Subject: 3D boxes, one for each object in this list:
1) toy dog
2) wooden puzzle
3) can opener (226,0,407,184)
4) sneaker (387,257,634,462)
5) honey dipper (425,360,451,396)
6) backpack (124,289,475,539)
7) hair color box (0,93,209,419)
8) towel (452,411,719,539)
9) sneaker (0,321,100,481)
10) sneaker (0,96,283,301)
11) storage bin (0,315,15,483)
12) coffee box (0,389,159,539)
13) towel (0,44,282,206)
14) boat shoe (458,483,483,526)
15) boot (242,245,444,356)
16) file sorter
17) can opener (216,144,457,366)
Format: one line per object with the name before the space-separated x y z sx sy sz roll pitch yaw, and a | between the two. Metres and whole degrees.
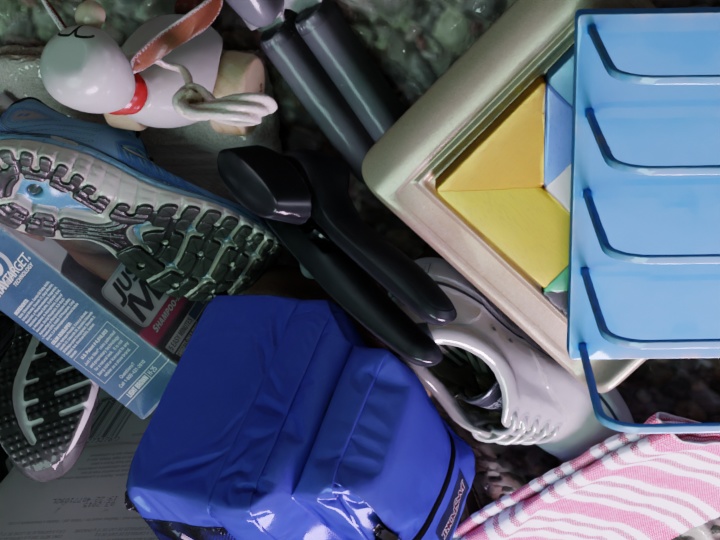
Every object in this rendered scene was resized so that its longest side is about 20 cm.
toy dog | -0.114 -0.129 1.005 0.132 0.200 0.096 4 91 -7
wooden puzzle | 0.130 -0.051 1.013 0.200 0.037 0.185 43 106 -9
can opener | -0.036 -0.130 1.054 0.053 0.066 0.200 -21 119 34
sneaker | 0.087 0.076 1.081 0.200 0.071 0.073 36 135 -25
honey dipper | 0.029 0.108 1.182 0.038 0.038 0.200 26 147 3
backpack | -0.020 0.136 1.077 0.168 0.163 0.200 9 148 33
hair color box | -0.182 -0.010 1.132 0.200 0.100 0.061 38 128 -8
towel | 0.167 0.150 1.140 0.146 0.030 0.200 16 141 -39
sneaker | -0.197 0.063 1.190 0.074 0.200 0.080 -12 135 6
sneaker | -0.133 -0.053 1.099 0.200 0.090 0.078 25 129 -24
storage bin | -0.283 0.140 1.308 0.094 0.135 0.200 6 127 20
coffee box | -0.125 0.207 1.248 0.200 0.200 0.198 -6 122 28
towel | -0.141 -0.082 1.150 0.200 0.034 0.133 3 126 21
boat shoe | 0.077 0.196 1.245 0.072 0.072 0.200 26 141 42
boot | 0.000 0.000 1.135 0.200 0.064 0.186 2 125 24
file sorter | 0.186 -0.027 0.941 0.139 0.123 0.200 -1 111 0
can opener | -0.011 -0.008 1.039 0.200 0.079 0.063 46 135 38
